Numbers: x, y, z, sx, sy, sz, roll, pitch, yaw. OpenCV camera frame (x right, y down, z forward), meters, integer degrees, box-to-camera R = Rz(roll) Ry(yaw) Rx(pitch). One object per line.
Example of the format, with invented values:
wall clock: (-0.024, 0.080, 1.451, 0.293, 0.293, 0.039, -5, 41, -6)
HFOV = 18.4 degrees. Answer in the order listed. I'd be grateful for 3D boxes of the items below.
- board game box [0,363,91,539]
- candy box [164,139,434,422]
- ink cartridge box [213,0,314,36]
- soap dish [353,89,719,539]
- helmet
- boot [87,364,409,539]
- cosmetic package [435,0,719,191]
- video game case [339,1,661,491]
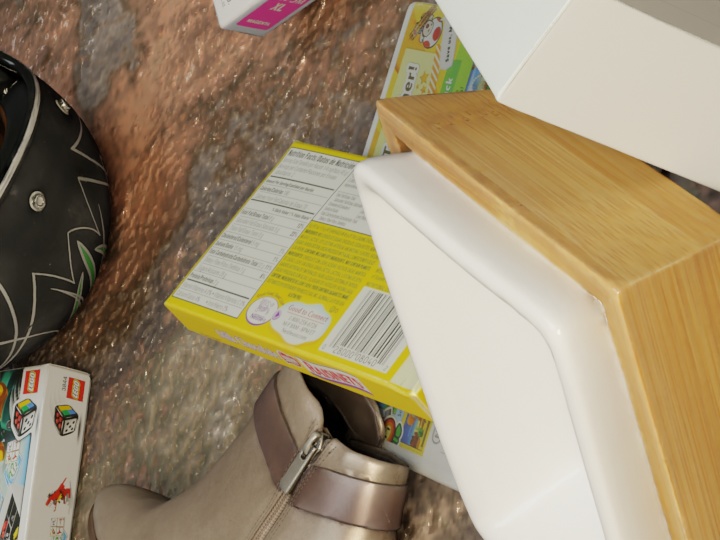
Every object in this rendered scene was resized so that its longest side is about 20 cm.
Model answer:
board game box: (-0.210, 0.156, 1.214, 0.126, 0.035, 0.201, -10, 68, 44)
candy box: (0.000, 0.000, 0.948, 0.102, 0.026, 0.200, -49, 32, -16)
ink cartridge box: (-0.006, -0.213, 1.067, 0.200, 0.042, 0.120, -32, 67, 36)
soap dish: (0.083, 0.042, 0.767, 0.081, 0.201, 0.157, -30, 36, -13)
helmet: (-0.230, -0.032, 1.199, 0.200, 0.190, 0.201, -155, 90, -89)
boot: (-0.047, 0.101, 0.991, 0.200, 0.070, 0.147, 41, 115, 45)
cosmetic package: (0.104, -0.090, 0.766, 0.052, 0.199, 0.151, -54, 39, 23)
video game case: (0.050, -0.011, 0.958, 0.182, 0.023, 0.201, 19, 92, 54)
